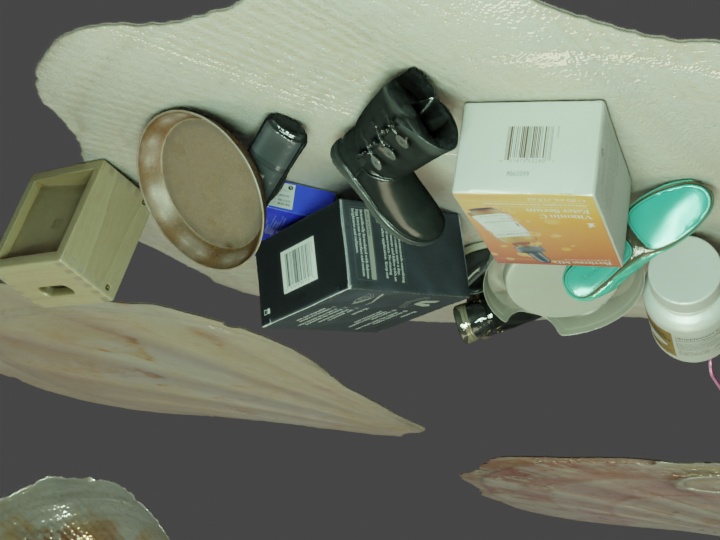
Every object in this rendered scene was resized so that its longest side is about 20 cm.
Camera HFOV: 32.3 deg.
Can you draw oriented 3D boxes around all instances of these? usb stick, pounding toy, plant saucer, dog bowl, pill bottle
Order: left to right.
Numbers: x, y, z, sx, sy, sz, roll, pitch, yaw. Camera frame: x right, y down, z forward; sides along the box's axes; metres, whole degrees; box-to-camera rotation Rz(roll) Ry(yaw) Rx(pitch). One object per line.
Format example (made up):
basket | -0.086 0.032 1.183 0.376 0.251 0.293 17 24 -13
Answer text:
pounding toy | -0.386 -0.045 1.687 0.198 0.186 0.142 -6 144 38
plant saucer | -0.181 -0.097 1.465 0.199 0.202 0.034 -7 -162 42
usb stick | -0.122 -0.106 1.460 0.055 0.033 0.200 27 135 -10
dog bowl | 0.250 -0.003 1.543 0.197 0.059 0.201 1 139 1
pill bottle | 0.417 0.035 1.580 0.113 0.116 0.200 3 160 19

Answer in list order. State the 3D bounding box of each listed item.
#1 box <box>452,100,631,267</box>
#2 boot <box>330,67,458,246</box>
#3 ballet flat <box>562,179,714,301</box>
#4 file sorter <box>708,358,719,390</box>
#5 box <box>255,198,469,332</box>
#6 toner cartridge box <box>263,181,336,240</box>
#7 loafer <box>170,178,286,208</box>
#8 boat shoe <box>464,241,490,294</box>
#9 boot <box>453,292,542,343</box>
box | 0.201 -0.089 1.341 0.151 0.108 0.200 2 159 22
boot | 0.060 -0.114 1.332 0.165 0.066 0.200 41 153 -6
ballet flat | 0.317 -0.037 1.431 0.199 0.068 0.070 -38 172 16
file sorter | 0.580 0.102 1.674 0.198 0.127 0.139 -1 158 29
box | 0.000 0.000 1.592 0.198 0.119 0.196 5 161 -38
toner cartridge box | -0.100 -0.062 1.670 0.094 0.044 0.200 14 161 -10
loafer | -0.173 -0.110 1.546 0.198 0.072 0.073 -20 128 30
boat shoe | 0.206 -0.010 1.636 0.072 0.063 0.199 22 158 -32
boot | 0.220 0.040 1.733 0.149 0.074 0.200 -22 177 21
